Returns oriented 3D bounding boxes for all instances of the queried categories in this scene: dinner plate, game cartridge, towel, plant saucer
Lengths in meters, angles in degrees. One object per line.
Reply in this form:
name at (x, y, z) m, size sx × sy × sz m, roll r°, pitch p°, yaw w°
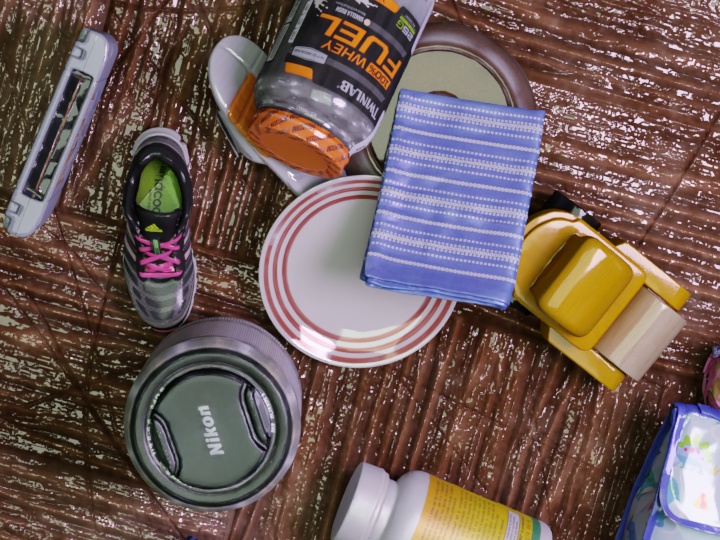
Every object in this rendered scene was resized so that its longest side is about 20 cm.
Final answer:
dinner plate at (0.000, 0.000, 1.587) m, size 0.200 × 0.024 × 0.201 m, roll -1°, pitch 112°, yaw -3°
game cartridge at (-0.280, -0.132, 1.530) m, size 0.041 × 0.133 × 0.200 m, roll 23°, pitch 96°, yaw -3°
towel at (0.087, -0.069, 1.522) m, size 0.144 × 0.024 × 0.200 m, roll 10°, pitch 76°, yaw 8°
plant saucer at (0.075, -0.143, 1.582) m, size 0.200 × 0.032 × 0.201 m, roll 0°, pitch 91°, yaw 0°

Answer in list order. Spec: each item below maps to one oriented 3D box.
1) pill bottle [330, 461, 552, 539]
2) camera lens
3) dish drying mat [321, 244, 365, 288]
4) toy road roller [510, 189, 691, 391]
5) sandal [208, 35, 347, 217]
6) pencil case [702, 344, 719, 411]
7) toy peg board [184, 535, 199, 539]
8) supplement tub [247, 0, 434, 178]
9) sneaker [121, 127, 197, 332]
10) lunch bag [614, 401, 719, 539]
pill bottle at (0.077, 0.265, 1.596) m, size 0.200 × 0.113 × 0.113 m, roll 23°, pitch 96°, yaw -4°
camera lens at (-0.135, 0.130, 1.530) m, size 0.160 × 0.200 × 0.160 m, roll 0°, pitch 97°, yaw -2°
dish drying mat at (0.058, -0.032, 1.608) m, size 0.200 × 0.018 × 0.077 m, roll -8°, pitch 96°, yaw 0°
toy road roller at (0.223, 0.026, 1.549) m, size 0.200 × 0.146 × 0.123 m, roll 38°, pitch 95°, yaw -10°
sandal at (-0.091, -0.130, 1.570) m, size 0.207 × 0.059 × 0.079 m, roll 54°, pitch 55°, yaw -23°
pencil case at (0.442, 0.109, 1.601) m, size 0.200 × 0.083 × 0.087 m, roll -1°, pitch 89°, yaw -1°
toy peg board at (-0.113, 0.319, 1.567) m, size 0.199 × 0.200 × 0.098 m, roll 44°, pitch 76°, yaw -5°
supplement tub at (-0.021, -0.195, 1.509) m, size 0.122 × 0.123 × 0.200 m, roll 25°, pitch 76°, yaw -4°
sneaker at (-0.196, -0.037, 1.566) m, size 0.074 × 0.087 × 0.200 m, roll 1°, pitch 97°, yaw -2°
lunch bag at (0.355, 0.237, 1.580) m, size 0.170 × 0.127 × 0.200 m, roll 15°, pitch 107°, yaw -4°
